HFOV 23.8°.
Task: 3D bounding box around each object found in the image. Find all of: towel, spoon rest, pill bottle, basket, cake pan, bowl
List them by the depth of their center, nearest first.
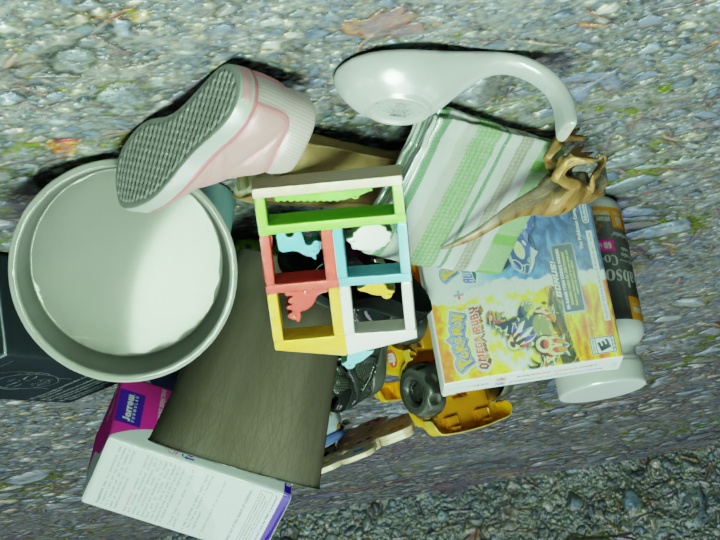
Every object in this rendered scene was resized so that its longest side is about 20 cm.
[{"bbox_3d":[0.076,-0.149,1.385,0.198,0.061,0.099,7,160,-9],"label":"spoon rest"},{"bbox_3d":[-0.207,-0.002,1.494,0.198,0.202,0.037,-9,-164,-2],"label":"cake pan"},{"bbox_3d":[0.093,-0.070,1.552,0.199,0.031,0.150,9,116,-49],"label":"towel"},{"bbox_3d":[-0.209,-0.006,1.596,0.199,0.106,0.201,-8,164,-2],"label":"bowl"},{"bbox_3d":[-0.093,0.089,1.630,0.179,0.202,0.136,18,175,-28],"label":"basket"},{"bbox_3d":[0.237,0.031,1.804,0.115,0.202,0.116,-9,165,-3],"label":"pill bottle"}]

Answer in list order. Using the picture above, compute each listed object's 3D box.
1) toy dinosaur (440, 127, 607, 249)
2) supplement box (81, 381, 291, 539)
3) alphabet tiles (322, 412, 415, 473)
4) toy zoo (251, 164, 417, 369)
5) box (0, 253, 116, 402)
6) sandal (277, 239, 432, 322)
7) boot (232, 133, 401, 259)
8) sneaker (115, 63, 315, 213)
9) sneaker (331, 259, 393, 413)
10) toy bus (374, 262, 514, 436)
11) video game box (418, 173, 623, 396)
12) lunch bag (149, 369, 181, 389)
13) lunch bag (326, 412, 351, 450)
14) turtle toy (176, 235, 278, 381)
[{"bbox_3d":[0.175,-0.071,1.562,0.199,0.060,0.107,-17,134,-37],"label":"toy dinosaur"},{"bbox_3d":[-0.176,0.204,1.772,0.199,0.102,0.104,18,126,-12],"label":"supplement box"},{"bbox_3d":[-0.029,0.208,1.930,0.199,0.015,0.196,-22,-176,7],"label":"alphabet tiles"},{"bbox_3d":[-0.019,0.004,1.491,0.130,0.021,0.201,-5,123,2],"label":"toy zoo"},{"bbox_3d":[-0.336,0.064,1.752,0.148,0.108,0.199,-22,161,36],"label":"box"},{"bbox_3d":[0.000,-0.001,1.585,0.200,0.076,0.048,12,129,-48],"label":"sandal"},{"bbox_3d":[-0.031,-0.071,1.558,0.199,0.067,0.175,2,148,-37],"label":"boot"},{"bbox_3d":[-0.114,-0.096,1.391,0.104,0.076,0.200,11,151,-38],"label":"sneaker"},{"bbox_3d":[-0.021,0.066,1.798,0.076,0.201,0.114,22,-146,26],"label":"sneaker"},{"bbox_3d":[0.060,0.091,1.915,0.135,0.202,0.191,-11,173,-38],"label":"toy bus"},{"bbox_3d":[0.152,0.011,1.693,0.181,0.202,0.047,-10,160,-1],"label":"video game box"},{"bbox_3d":[-0.145,0.089,1.882,0.132,0.137,0.200,-16,175,-29],"label":"lunch bag"},{"bbox_3d":[-0.109,0.192,1.932,0.199,0.076,0.160,-21,178,-4],"label":"lunch bag"},{"bbox_3d":[-0.128,0.057,1.737,0.145,0.201,0.101,23,174,-17],"label":"turtle toy"}]
